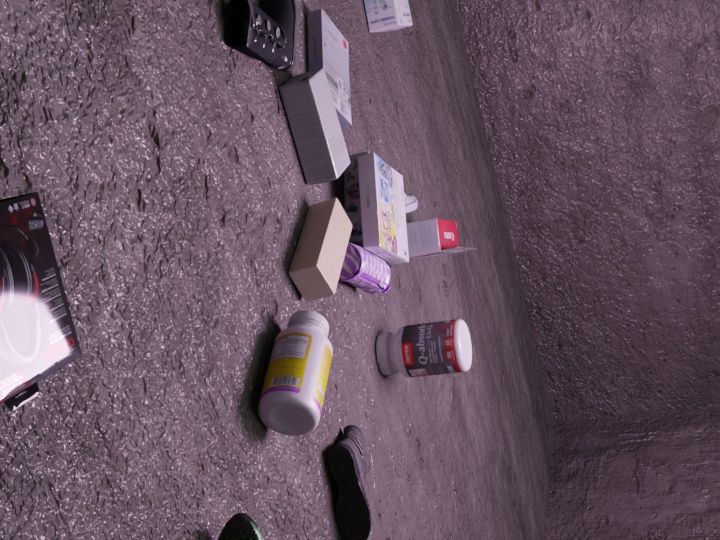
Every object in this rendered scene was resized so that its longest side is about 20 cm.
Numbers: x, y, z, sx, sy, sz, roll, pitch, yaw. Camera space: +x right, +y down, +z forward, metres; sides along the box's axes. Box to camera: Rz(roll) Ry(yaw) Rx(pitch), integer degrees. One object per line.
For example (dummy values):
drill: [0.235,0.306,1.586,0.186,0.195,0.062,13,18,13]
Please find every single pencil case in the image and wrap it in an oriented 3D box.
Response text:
pencil case: [0.000,0.000,2.000,0.086,0.084,0.200,55,13,21]

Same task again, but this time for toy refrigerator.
toy refrigerator: [-0.076,-0.041,1.833,0.076,0.069,0.202,58,28,-34]

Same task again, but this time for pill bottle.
pill bottle: [0.142,0.177,2.160,0.116,0.197,0.118,-8,90,-71]
pill bottle: [-0.103,0.166,1.613,0.202,0.103,0.105,-78,152,-43]

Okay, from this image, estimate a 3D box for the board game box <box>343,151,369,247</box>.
board game box: [0.018,-0.139,2.145,0.147,0.063,0.204,37,47,-64]

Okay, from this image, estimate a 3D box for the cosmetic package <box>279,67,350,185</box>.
cosmetic package: [-0.088,-0.281,1.891,0.102,0.073,0.203,-57,133,-62]

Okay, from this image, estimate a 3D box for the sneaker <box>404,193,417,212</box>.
sneaker: [0.091,-0.174,2.352,0.200,0.072,0.072,-36,119,-68]

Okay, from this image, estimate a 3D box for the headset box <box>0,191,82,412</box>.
headset box: [-0.365,0.038,0.963,0.149,0.074,0.204,-38,118,-69]

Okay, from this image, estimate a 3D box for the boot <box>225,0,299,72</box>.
boot: [-0.180,-0.455,1.726,0.199,0.065,0.168,5,76,-66]

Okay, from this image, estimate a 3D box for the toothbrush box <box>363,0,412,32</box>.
toothbrush box: [0.061,-0.718,2.474,0.146,0.084,0.204,-36,117,-68]

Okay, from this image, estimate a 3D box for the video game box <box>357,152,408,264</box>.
video game box: [0.050,-0.129,2.075,0.182,0.046,0.204,30,55,-67]

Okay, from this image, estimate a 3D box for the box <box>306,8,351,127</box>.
box: [-0.066,-0.428,2.059,0.156,0.040,0.204,34,51,-65]

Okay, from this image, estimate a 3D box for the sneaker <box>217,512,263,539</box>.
sneaker: [-0.160,0.432,1.408,0.086,0.077,0.203,-76,160,-61]

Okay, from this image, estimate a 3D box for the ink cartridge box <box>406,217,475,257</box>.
ink cartridge box: [0.182,-0.080,2.417,0.200,0.173,0.085,-2,84,-71]

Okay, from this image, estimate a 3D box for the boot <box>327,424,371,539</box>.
boot: [-0.005,0.408,1.854,0.132,0.069,0.204,-31,116,-75]
